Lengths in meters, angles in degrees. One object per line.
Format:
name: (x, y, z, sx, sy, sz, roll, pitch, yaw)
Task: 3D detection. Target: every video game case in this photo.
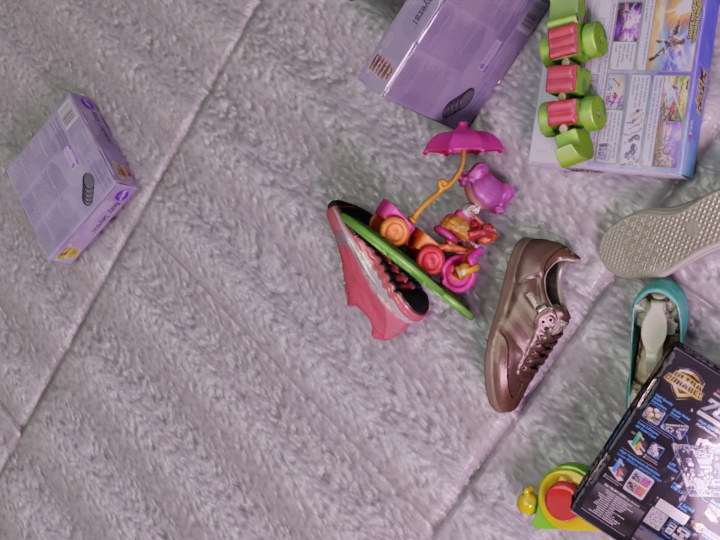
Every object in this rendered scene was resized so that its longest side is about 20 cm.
video game case: (0.286, -0.206, 1.216, 0.180, 0.045, 0.202, 9, 90, 37)

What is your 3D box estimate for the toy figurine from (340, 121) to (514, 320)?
toy figurine: (0.109, -0.072, 1.281, 0.184, 0.200, 0.150, -52, 16, 0)

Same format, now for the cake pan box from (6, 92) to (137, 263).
cake pan box: (-0.448, -0.144, 1.708, 0.184, 0.052, 0.201, -44, 63, 21)

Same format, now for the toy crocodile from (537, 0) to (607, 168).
toy crocodile: (0.224, -0.209, 1.196, 0.067, 0.062, 0.202, -3, 83, 35)

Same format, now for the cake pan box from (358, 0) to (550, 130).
cake pan box: (0.113, -0.266, 1.259, 0.052, 0.184, 0.201, 44, 110, 30)

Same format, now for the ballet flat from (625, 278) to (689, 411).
ballet flat: (0.304, 0.108, 1.155, 0.067, 0.070, 0.202, 1, 86, 32)

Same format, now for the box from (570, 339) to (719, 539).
box: (0.341, 0.205, 1.093, 0.199, 0.050, 0.199, 31, 102, 9)

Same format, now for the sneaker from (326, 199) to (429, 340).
sneaker: (0.000, 0.000, 1.377, 0.087, 0.073, 0.201, -46, 61, 26)

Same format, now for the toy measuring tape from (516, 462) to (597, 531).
toy measuring tape: (0.260, 0.238, 1.177, 0.199, 0.073, 0.074, -6, 82, 27)

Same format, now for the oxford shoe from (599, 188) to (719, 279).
oxford shoe: (0.338, -0.038, 1.161, 0.199, 0.057, 0.076, -24, 78, 46)

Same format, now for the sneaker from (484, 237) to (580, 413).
sneaker: (0.192, 0.065, 1.238, 0.075, 0.070, 0.202, 10, 91, 34)
